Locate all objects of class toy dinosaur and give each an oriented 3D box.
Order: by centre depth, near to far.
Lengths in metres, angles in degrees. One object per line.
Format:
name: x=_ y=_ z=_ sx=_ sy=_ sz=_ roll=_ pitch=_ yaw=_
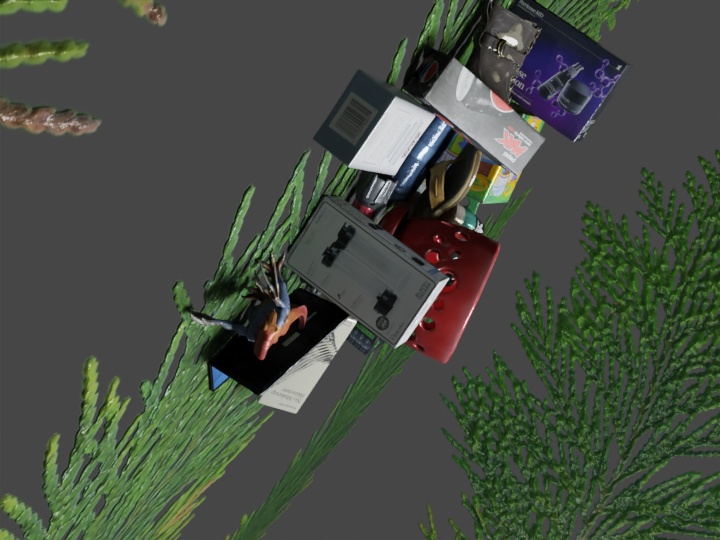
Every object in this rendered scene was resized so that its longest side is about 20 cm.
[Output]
toy dinosaur: x=-0.102 y=0.055 z=1.186 sx=0.105 sy=0.200 sz=0.182 roll=-46 pitch=-145 yaw=20

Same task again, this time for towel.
towel: x=0.099 y=-0.194 z=1.469 sx=0.200 sy=0.048 sz=0.112 roll=-54 pitch=169 yaw=12

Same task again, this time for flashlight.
flashlight: x=-0.018 y=-0.057 z=1.404 sx=0.200 sy=0.068 sz=0.068 roll=-61 pitch=-151 yaw=20

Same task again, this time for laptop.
laptop: x=-0.118 y=0.119 z=1.388 sx=0.177 sy=0.200 sz=0.104 roll=-41 pitch=128 yaw=-23

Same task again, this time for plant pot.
plant pot: x=0.090 y=0.011 z=1.441 sx=0.201 sy=0.182 sz=0.200 roll=-62 pitch=175 yaw=-10

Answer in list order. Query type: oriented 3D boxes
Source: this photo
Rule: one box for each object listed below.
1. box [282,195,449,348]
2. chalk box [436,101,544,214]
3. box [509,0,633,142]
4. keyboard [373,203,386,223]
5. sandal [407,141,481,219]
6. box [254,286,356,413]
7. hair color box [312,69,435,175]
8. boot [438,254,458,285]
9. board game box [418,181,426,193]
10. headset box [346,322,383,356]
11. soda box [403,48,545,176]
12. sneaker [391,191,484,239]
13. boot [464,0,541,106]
box: x=0.007 y=-0.001 z=1.322 sx=0.117 sy=0.200 sz=0.060 roll=-58 pitch=168 yaw=16
chalk box: x=0.191 y=-0.184 z=1.563 sx=0.124 sy=0.125 sz=0.201 roll=-9 pitch=125 yaw=-62
box: x=0.296 y=-0.313 z=1.497 sx=0.141 sy=0.200 sz=0.079 roll=-57 pitch=167 yaw=18
keyboard: x=-0.020 y=-0.028 z=1.589 sx=0.200 sy=0.011 sz=0.056 roll=-51 pitch=168 yaw=-7
sandal: x=0.117 y=-0.129 z=1.478 sx=0.200 sy=0.054 sz=0.081 roll=-45 pitch=-150 yaw=36
box: x=-0.094 y=0.129 z=1.557 sx=0.200 sy=0.082 sz=0.068 roll=-58 pitch=-149 yaw=20
hair color box: x=0.022 y=-0.180 z=1.201 sx=0.099 sy=0.061 sz=0.200 roll=-55 pitch=167 yaw=12
boot: x=0.084 y=0.018 z=1.604 sx=0.199 sy=0.068 sz=0.131 roll=-23 pitch=174 yaw=-8
board game box: x=0.134 y=-0.154 z=1.740 sx=0.134 sy=0.034 sz=0.200 roll=-44 pitch=165 yaw=-33
headset box: x=0.054 y=0.051 z=1.891 sx=0.174 sy=0.093 sz=0.200 roll=-32 pitch=157 yaw=-56
soda box: x=0.157 y=-0.214 z=1.313 sx=0.200 sy=0.063 sz=0.071 roll=33 pitch=97 yaw=-33
sneaker: x=0.123 y=-0.081 z=1.577 sx=0.200 sy=0.080 sz=0.072 roll=20 pitch=-97 yaw=59
boot: x=0.213 y=-0.277 z=1.392 sx=0.200 sy=0.069 sz=0.175 roll=26 pitch=94 yaw=-41
